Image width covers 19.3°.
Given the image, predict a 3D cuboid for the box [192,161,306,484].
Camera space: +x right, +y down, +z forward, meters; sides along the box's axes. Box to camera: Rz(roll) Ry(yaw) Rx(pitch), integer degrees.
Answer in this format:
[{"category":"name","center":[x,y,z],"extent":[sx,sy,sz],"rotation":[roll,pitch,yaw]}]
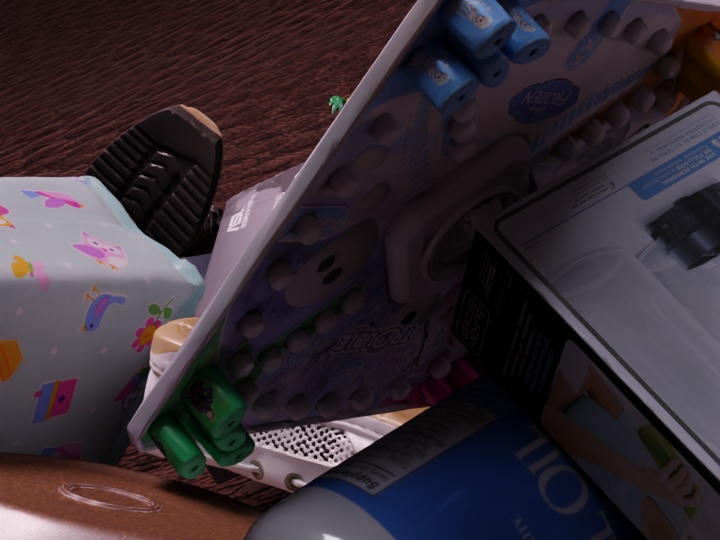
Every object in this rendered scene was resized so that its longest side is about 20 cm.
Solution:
[{"category":"box","center":[0.000,0.000,1.005],"extent":[0.157,0.050,0.200],"rotation":[-24,25,19]}]

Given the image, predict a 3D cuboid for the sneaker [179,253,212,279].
[{"category":"sneaker","center":[-0.033,-0.007,1.239],"extent":[0.146,0.077,0.202],"rotation":[-13,19,16]}]

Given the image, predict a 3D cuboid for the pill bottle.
[{"category":"pill bottle","center":[0.028,0.110,0.727],"extent":[0.200,0.113,0.112],"rotation":[-31,19,-28]}]

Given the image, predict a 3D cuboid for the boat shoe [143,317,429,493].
[{"category":"boat shoe","center":[0.002,0.080,0.884],"extent":[0.199,0.070,0.071],"rotation":[18,15,14]}]

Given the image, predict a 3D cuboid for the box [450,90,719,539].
[{"category":"box","center":[0.137,0.045,0.686],"extent":[0.116,0.060,0.200],"rotation":[-28,61,-27]}]

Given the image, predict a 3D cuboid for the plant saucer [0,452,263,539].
[{"category":"plant saucer","center":[-0.103,0.106,0.845],"extent":[0.200,0.037,0.200],"rotation":[12,2,0]}]

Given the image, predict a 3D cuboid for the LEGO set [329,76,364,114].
[{"category":"LEGO set","center":[0.085,-0.089,1.168],"extent":[0.199,0.116,0.154],"rotation":[3,32,-6]}]

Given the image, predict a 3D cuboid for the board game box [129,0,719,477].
[{"category":"board game box","center":[0.038,-0.013,0.736],"extent":[0.200,0.026,0.200],"rotation":[-4,-45,-54]}]

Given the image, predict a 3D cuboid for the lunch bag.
[{"category":"lunch bag","center":[-0.189,0.062,0.970],"extent":[0.122,0.201,0.170],"rotation":[40,23,32]}]

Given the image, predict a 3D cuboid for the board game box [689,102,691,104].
[{"category":"board game box","center":[0.157,-0.082,0.926],"extent":[0.199,0.062,0.200],"rotation":[-15,18,18]}]

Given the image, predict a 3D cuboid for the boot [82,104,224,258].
[{"category":"boot","center":[-0.112,-0.037,1.294],"extent":[0.138,0.077,0.200],"rotation":[-36,-15,-52]}]
